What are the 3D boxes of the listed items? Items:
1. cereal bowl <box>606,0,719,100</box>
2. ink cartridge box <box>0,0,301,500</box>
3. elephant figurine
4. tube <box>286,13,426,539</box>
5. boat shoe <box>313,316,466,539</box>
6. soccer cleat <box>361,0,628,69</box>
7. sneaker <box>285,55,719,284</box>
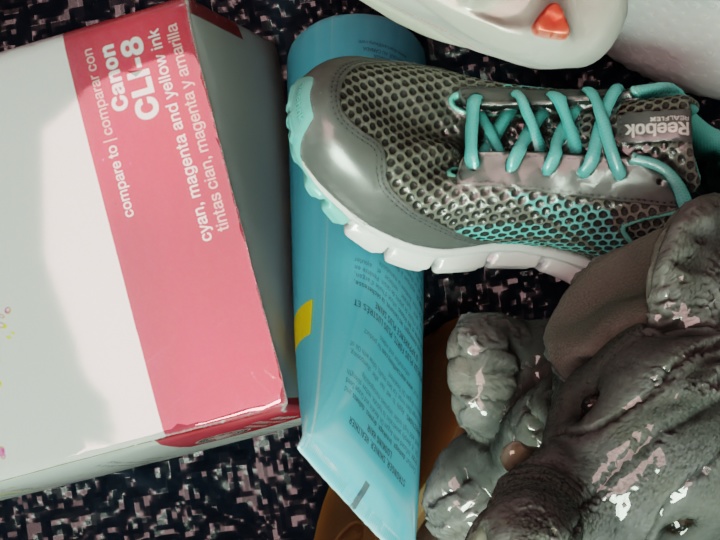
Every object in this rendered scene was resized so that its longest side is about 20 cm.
[{"bbox_3d":[0.125,-0.147,0.975,0.200,0.083,0.200,10,114,23],"label":"cereal bowl"},{"bbox_3d":[-0.121,0.005,1.024,0.200,0.145,0.145,-15,86,9],"label":"ink cartridge box"},{"bbox_3d":[0.099,0.051,0.893,0.141,0.200,0.155,15,76,-5],"label":"elephant figurine"},{"bbox_3d":[0.000,0.000,0.995,0.050,0.077,0.200,-23,45,24],"label":"tube"},{"bbox_3d":[0.020,0.109,1.007,0.070,0.070,0.200,39,54,-21],"label":"boat shoe"},{"bbox_3d":[-0.004,-0.123,0.963,0.200,0.078,0.069,31,80,0],"label":"soccer cleat"},{"bbox_3d":[0.072,-0.039,0.976,0.200,0.091,0.078,15,56,-28],"label":"sneaker"}]
